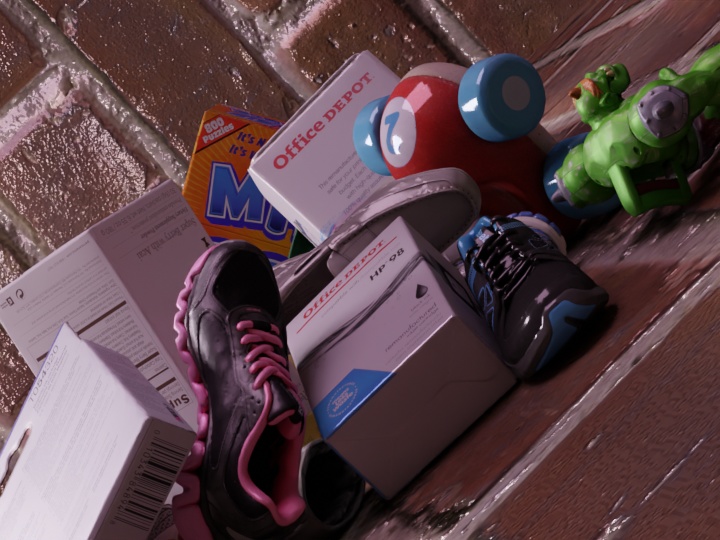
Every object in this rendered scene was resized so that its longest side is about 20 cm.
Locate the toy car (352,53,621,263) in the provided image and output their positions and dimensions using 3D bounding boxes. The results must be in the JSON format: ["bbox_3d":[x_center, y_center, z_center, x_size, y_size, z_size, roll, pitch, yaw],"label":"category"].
[{"bbox_3d":[0.063,-0.031,1.638,0.184,0.177,0.201,-14,40,58],"label":"toy car"}]

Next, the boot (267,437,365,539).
[{"bbox_3d":[-0.076,0.172,1.520,0.200,0.072,0.182,-49,15,26],"label":"boot"}]

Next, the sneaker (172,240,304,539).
[{"bbox_3d":[-0.064,0.076,1.389,0.078,0.202,0.095,8,-17,-35],"label":"sneaker"}]

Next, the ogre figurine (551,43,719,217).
[{"bbox_3d":[0.196,-0.093,1.413,0.119,0.099,0.199,-26,10,-31],"label":"ogre figurine"}]

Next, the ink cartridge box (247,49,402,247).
[{"bbox_3d":[0.027,-0.062,1.852,0.145,0.200,0.088,-45,-18,-7],"label":"ink cartridge box"}]

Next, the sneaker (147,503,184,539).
[{"bbox_3d":[-0.165,0.238,1.442,0.200,0.078,0.082,-50,41,-6],"label":"sneaker"}]

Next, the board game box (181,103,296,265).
[{"bbox_3d":[-0.072,-0.032,2.107,0.200,0.198,0.202,-93,19,-84],"label":"board game box"}]

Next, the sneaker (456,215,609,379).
[{"bbox_3d":[0.096,0.012,1.371,0.073,0.082,0.200,-42,5,-2],"label":"sneaker"}]

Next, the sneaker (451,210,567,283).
[{"bbox_3d":[0.058,0.038,1.543,0.200,0.077,0.085,-44,8,12],"label":"sneaker"}]

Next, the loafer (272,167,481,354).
[{"bbox_3d":[0.000,0.000,1.556,0.199,0.070,0.070,-35,27,16],"label":"loafer"}]

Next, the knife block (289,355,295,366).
[{"bbox_3d":[-0.083,0.081,1.821,0.064,0.200,0.176,-42,34,15],"label":"knife block"}]

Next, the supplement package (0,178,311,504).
[{"bbox_3d":[-0.148,0.060,1.608,0.119,0.201,0.121,-31,4,32],"label":"supplement package"}]

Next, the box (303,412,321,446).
[{"bbox_3d":[-0.015,0.108,1.699,0.075,0.050,0.200,-39,7,46],"label":"box"}]

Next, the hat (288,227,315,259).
[{"bbox_3d":[0.055,-0.003,1.905,0.175,0.165,0.202,7,85,43],"label":"hat"}]

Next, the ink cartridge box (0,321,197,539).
[{"bbox_3d":[-0.188,0.153,1.417,0.198,0.043,0.200,-64,25,6],"label":"ink cartridge box"}]

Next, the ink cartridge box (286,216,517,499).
[{"bbox_3d":[0.018,0.045,1.447,0.116,0.067,0.200,-44,25,9],"label":"ink cartridge box"}]
